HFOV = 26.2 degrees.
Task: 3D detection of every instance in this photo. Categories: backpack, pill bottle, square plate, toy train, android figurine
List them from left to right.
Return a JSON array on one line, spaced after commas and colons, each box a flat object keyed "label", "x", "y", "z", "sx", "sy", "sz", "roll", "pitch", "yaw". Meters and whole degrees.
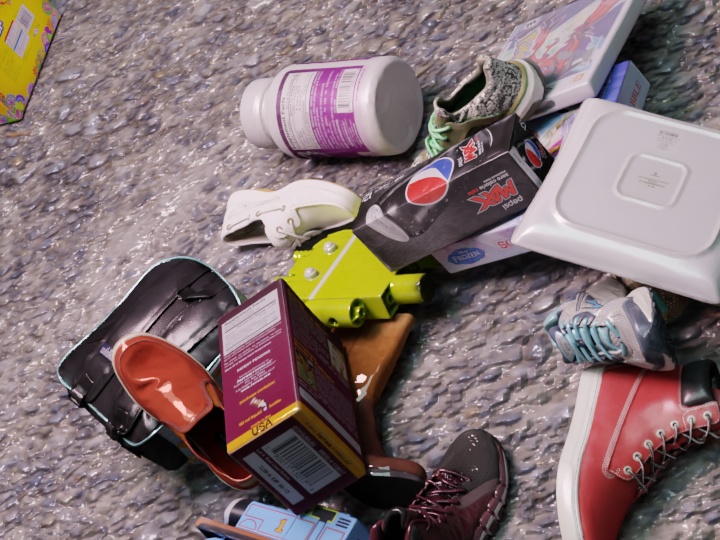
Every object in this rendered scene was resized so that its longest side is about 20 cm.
[{"label": "backpack", "x": -0.192, "y": 0.094, "z": 1.644, "sx": 0.176, "sy": 0.153, "sz": 0.200, "roll": 34, "pitch": 88, "yaw": 38}, {"label": "toy train", "x": -0.076, "y": 0.276, "z": 1.480, "sx": 0.199, "sy": 0.087, "sz": 0.114, "roll": 8, "pitch": 54, "yaw": 41}, {"label": "pill bottle", "x": -0.037, "y": -0.185, "z": 1.779, "sx": 0.199, "sy": 0.112, "sz": 0.113, "roll": 1, "pitch": 58, "yaw": 36}, {"label": "android figurine", "x": 0.000, "y": 0.000, "z": 1.636, "sx": 0.199, "sy": 0.041, "sz": 0.182, "roll": 0, "pitch": 39, "yaw": 35}, {"label": "square plate", "x": 0.265, "y": -0.075, "z": 1.417, "sx": 0.199, "sy": 0.029, "sz": 0.199, "roll": 18, "pitch": 57, "yaw": 21}]

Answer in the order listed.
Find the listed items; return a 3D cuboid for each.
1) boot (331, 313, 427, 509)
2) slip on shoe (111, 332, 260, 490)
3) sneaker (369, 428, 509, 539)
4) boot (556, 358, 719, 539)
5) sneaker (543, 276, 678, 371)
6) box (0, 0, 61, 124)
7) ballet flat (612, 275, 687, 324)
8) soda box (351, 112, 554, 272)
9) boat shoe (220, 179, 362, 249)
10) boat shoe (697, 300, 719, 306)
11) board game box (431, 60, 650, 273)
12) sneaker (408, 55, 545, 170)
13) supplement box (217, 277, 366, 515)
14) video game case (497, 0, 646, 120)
[{"label": "boot", "x": 0.017, "y": 0.135, "z": 1.544, "sx": 0.188, "sy": 0.068, "sz": 0.201, "roll": -6, "pitch": 49, "yaw": 45}, {"label": "slip on shoe", "x": -0.165, "y": 0.137, "z": 1.525, "sx": 0.074, "sy": 0.200, "sz": 0.061, "roll": -43, "pitch": 0, "yaw": -8}, {"label": "sneaker", "x": 0.068, "y": 0.216, "z": 1.395, "sx": 0.075, "sy": 0.116, "sz": 0.201, "roll": 0, "pitch": 58, "yaw": 35}, {"label": "boot", "x": 0.253, "y": 0.164, "z": 1.340, "sx": 0.144, "sy": 0.072, "sz": 0.201, "roll": -6, "pitch": 51, "yaw": 30}, {"label": "sneaker", "x": 0.219, "y": 0.061, "z": 1.381, "sx": 0.086, "sy": 0.078, "sz": 0.200, "roll": -21, "pitch": 6, "yaw": -5}, {"label": "box", "x": -0.569, "y": -0.314, "z": 2.247, "sx": 0.192, "sy": 0.122, "sz": 0.201, "roll": -9, "pitch": 53, "yaw": 31}, {"label": "ballet flat", "x": 0.256, "y": -0.034, "z": 1.489, "sx": 0.070, "sy": 0.065, "sz": 0.200, "roll": -35, "pitch": 44, "yaw": 9}, {"label": "soda box", "x": 0.090, "y": -0.074, "z": 1.527, "sx": 0.199, "sy": 0.071, "sz": 0.063, "roll": -27, "pitch": 31, "yaw": 33}, {"label": "boat shoe", "x": -0.079, "y": -0.054, "z": 1.742, "sx": 0.199, "sy": 0.071, "sz": 0.070, "roll": -6, "pitch": 55, "yaw": 43}, {"label": "boat shoe", "x": 0.373, "y": 0.016, "z": 1.360, "sx": 0.063, "sy": 0.071, "sz": 0.200, "roll": -43, "pitch": 35, "yaw": -23}, {"label": "board game box", "x": 0.180, "y": -0.104, "z": 1.562, "sx": 0.199, "sy": 0.041, "sz": 0.201, "roll": -17, "pitch": 39, "yaw": 43}, {"label": "sneaker", "x": 0.092, "y": -0.147, "z": 1.566, "sx": 0.200, "sy": 0.088, "sz": 0.077, "roll": -50, "pitch": 43, "yaw": 20}, {"label": "supplement box", "x": -0.070, "y": 0.119, "z": 1.491, "sx": 0.085, "sy": 0.110, "sz": 0.200, "roll": -32, "pitch": 34, "yaw": 15}, {"label": "video game case", "x": 0.204, "y": -0.224, "z": 1.634, "sx": 0.182, "sy": 0.023, "sz": 0.200, "roll": -17, "pitch": 31, "yaw": 43}]
